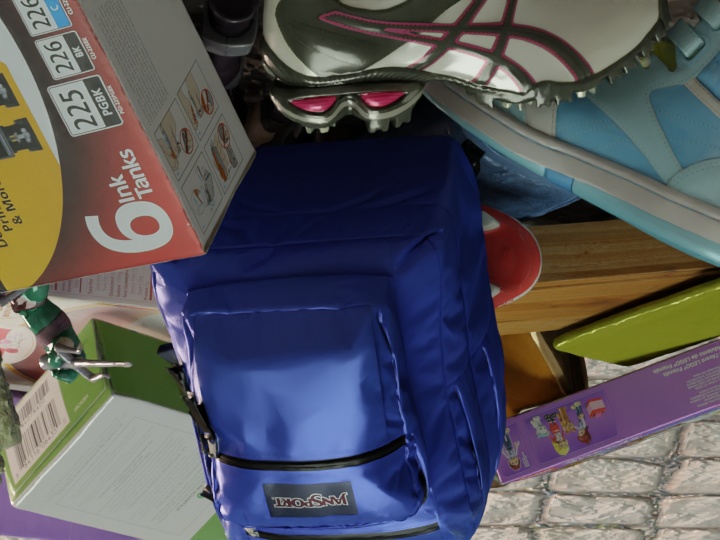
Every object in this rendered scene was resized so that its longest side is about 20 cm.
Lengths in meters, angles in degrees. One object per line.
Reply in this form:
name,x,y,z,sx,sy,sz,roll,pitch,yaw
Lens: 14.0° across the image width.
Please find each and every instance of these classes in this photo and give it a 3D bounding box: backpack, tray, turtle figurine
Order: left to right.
turtle figurine,-0.199,0.012,1.540,0.199,0.101,0.150,-20,152,23
backpack,-0.018,0.057,1.437,0.162,0.168,0.201,0,125,17
tray,0.138,0.003,1.642,0.199,0.037,0.099,-6,163,-29

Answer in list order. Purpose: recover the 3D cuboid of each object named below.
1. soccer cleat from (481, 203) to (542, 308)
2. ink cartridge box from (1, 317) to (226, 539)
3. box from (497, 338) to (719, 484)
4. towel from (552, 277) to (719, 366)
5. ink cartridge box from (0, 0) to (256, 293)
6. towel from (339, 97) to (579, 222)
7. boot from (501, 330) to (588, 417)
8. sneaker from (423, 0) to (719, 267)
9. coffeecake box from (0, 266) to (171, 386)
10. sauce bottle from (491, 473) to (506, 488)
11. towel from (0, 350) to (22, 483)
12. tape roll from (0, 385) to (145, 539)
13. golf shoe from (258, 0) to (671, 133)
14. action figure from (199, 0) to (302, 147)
soccer cleat,0.000,0.000,1.552,0.199,0.069,0.085,-6,171,12
ink cartridge box,-0.099,0.105,1.688,0.200,0.059,0.104,19,126,-37
box,0.183,0.076,1.764,0.199,0.039,0.137,-21,174,13
towel,0.211,0.013,1.645,0.200,0.018,0.086,-22,158,31
ink cartridge box,-0.170,-0.093,1.293,0.175,0.084,0.200,-11,122,26
towel,0.039,-0.046,1.572,0.111,0.049,0.200,19,152,-37
boot,0.058,0.058,1.788,0.143,0.071,0.201,-10,163,9
sneaker,0.134,-0.094,1.422,0.200,0.131,0.080,28,-176,17
coffeecake box,-0.134,0.016,1.696,0.199,0.073,0.154,6,158,-12
sauce bottle,0.009,0.130,1.989,0.199,0.065,0.065,-10,156,29
towel,-0.248,0.016,1.458,0.148,0.201,0.036,-7,-170,36
tape roll,-0.207,0.106,1.801,0.199,0.085,0.200,8,-176,-1
golf shoe,0.052,-0.122,1.345,0.199,0.077,0.088,-12,127,-16
action figure,-0.080,-0.099,1.427,0.130,0.070,0.200,-5,162,-5
